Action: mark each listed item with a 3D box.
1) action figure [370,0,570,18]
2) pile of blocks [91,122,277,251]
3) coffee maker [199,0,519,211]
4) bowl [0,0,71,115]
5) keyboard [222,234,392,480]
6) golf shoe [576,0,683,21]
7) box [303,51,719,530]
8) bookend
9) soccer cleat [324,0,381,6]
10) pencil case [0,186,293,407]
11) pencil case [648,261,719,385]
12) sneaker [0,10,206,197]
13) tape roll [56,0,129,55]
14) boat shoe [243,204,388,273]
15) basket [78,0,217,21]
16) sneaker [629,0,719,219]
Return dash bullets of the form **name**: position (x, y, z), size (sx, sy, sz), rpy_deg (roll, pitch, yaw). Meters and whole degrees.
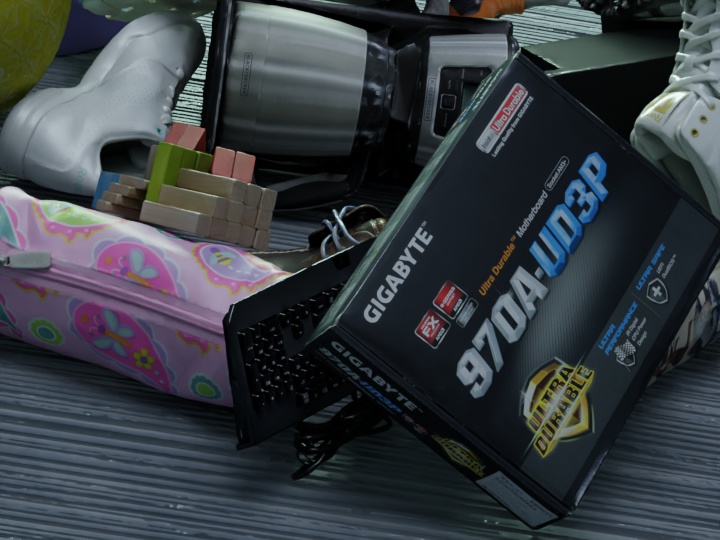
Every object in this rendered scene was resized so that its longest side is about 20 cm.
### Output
- **action figure**: position (0.059, -0.173, 1.628), size (0.192, 0.200, 0.105), rpy_deg (-9, 72, -19)
- **pile of blocks**: position (-0.111, -0.057, 1.337), size (0.082, 0.063, 0.200), rpy_deg (14, 0, -24)
- **coffee maker**: position (-0.002, -0.124, 1.507), size (0.198, 0.136, 0.192), rpy_deg (8, 26, -6)
- **bowl**: position (-0.283, -0.134, 1.436), size (0.198, 0.200, 0.109), rpy_deg (6, 71, -7)
- **keyboard**: position (0.005, 0.042, 1.228), size (0.039, 0.105, 0.199), rpy_deg (4, 19, 37)
- **golf shoe**: position (0.213, -0.191, 1.472), size (0.094, 0.078, 0.200), rpy_deg (7, 6, -33)
- **box**: position (0.087, 0.010, 1.213), size (0.159, 0.046, 0.201), rpy_deg (39, 62, -8)
- **bookend**: position (0.183, -0.112, 1.483), size (0.198, 0.093, 0.199), rpy_deg (-10, 17, -11)
- **soccer cleat**: position (0.015, -0.208, 1.506), size (0.199, 0.069, 0.085), rpy_deg (4, -13, 38)
- **pencil case**: position (-0.123, 0.016, 1.252), size (0.198, 0.088, 0.087), rpy_deg (18, 28, 11)
- **pencil case**: position (0.181, 0.016, 1.351), size (0.078, 0.090, 0.199), rpy_deg (47, 40, 17)
- **sneaker**: position (-0.144, -0.099, 1.492), size (0.088, 0.076, 0.200), rpy_deg (26, 41, 18)
- **tape roll**: position (-0.259, -0.235, 1.683), size (0.198, 0.086, 0.200), rpy_deg (8, 28, -5)
- **boat shoe**: position (0.000, 0.000, 1.340), size (0.198, 0.073, 0.072), rpy_deg (4, 29, -11)
- **basket**: position (-0.122, -0.277, 1.564), size (0.175, 0.202, 0.139), rpy_deg (-14, -20, 38)
- **sneaker**: position (0.202, -0.121, 1.329), size (0.115, 0.201, 0.073), rpy_deg (-26, 12, -29)
